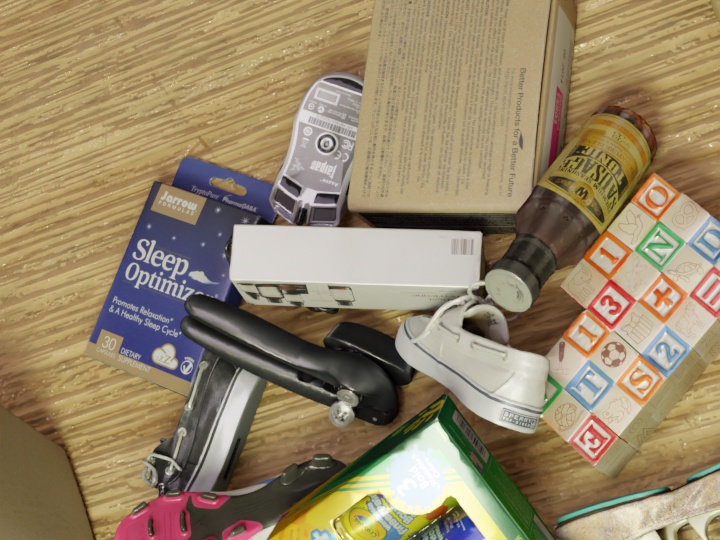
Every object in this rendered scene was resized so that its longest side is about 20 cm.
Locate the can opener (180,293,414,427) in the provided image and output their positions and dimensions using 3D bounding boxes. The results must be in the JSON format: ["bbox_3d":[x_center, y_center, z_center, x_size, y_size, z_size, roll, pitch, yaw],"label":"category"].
[{"bbox_3d":[-0.056,0.073,1.408,0.198,0.064,0.079,17,38,7],"label":"can opener"}]

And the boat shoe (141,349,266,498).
[{"bbox_3d":[-0.145,0.162,1.426,0.067,0.074,0.201,20,83,10],"label":"boat shoe"}]

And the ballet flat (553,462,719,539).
[{"bbox_3d":[0.239,0.183,1.258,0.198,0.068,0.068,-23,73,19],"label":"ballet flat"}]

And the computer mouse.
[{"bbox_3d":[-0.036,-0.070,1.468,0.109,0.044,0.202,20,80,9],"label":"computer mouse"}]

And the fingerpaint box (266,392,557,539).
[{"bbox_3d":[0.055,0.224,1.269,0.166,0.073,0.201,-36,93,14],"label":"fingerpaint box"}]

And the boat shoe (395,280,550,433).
[{"bbox_3d":[0.089,0.050,1.314,0.087,0.074,0.202,-70,22,8],"label":"boat shoe"}]

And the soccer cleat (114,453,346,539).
[{"bbox_3d":[-0.092,0.208,1.362,0.198,0.087,0.070,-14,50,-4],"label":"soccer cleat"}]

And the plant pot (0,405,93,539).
[{"bbox_3d":[-0.338,0.222,1.448,0.198,0.200,0.179,-16,56,19],"label":"plant pot"}]

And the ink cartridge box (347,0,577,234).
[{"bbox_3d":[0.085,-0.134,1.418,0.163,0.075,0.202,2,75,23],"label":"ink cartridge box"}]

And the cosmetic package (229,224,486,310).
[{"bbox_3d":[0.000,0.000,1.382,0.197,0.083,0.051,2,77,8],"label":"cosmetic package"}]

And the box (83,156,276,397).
[{"bbox_3d":[-0.154,0.001,1.512,0.120,0.032,0.202,18,82,28],"label":"box"}]

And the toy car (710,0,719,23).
[{"bbox_3d":[0.316,-0.229,1.333,0.163,0.158,0.202,-21,95,21],"label":"toy car"}]

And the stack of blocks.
[{"bbox_3d":[0.209,0.042,1.316,0.115,0.059,0.201,41,94,29],"label":"stack of blocks"}]

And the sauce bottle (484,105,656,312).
[{"bbox_3d":[0.160,-0.046,1.311,0.065,0.066,0.200,15,48,27],"label":"sauce bottle"}]
